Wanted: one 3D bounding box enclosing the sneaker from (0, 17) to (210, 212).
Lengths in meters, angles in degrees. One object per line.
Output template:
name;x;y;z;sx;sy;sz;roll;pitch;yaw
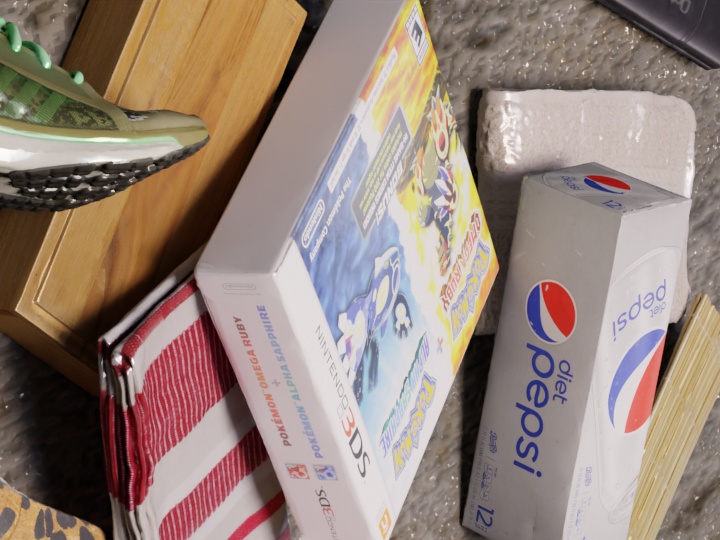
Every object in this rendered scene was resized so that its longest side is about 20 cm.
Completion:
sneaker;-0.144;-0.075;1.009;0.199;0.077;0.089;2;76;-39

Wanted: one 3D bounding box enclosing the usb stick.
usb stick;0.158;-0.164;1.435;0.200;0.033;0.056;22;84;-51

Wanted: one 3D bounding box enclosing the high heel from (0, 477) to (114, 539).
high heel;-0.158;0.075;1.040;0.142;0.071;0.201;-37;123;-54

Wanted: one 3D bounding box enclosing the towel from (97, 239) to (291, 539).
towel;-0.067;0.091;1.142;0.144;0.023;0.201;-47;139;-55

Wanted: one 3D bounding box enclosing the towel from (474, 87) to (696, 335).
towel;0.126;-0.033;1.410;0.200;0.034;0.133;-4;97;-52

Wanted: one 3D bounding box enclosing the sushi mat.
sushi mat;0.168;0.115;1.478;0.201;0.012;0.096;-64;151;-20

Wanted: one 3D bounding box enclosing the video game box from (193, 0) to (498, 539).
video game box;0.000;0.000;1.196;0.183;0.047;0.200;73;30;-41

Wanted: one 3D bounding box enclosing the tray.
tray;-0.094;-0.052;1.122;0.099;0.037;0.201;40;64;-47

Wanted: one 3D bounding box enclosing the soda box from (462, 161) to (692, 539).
soda box;0.112;0.050;1.335;0.063;0.068;0.201;-13;118;-47
